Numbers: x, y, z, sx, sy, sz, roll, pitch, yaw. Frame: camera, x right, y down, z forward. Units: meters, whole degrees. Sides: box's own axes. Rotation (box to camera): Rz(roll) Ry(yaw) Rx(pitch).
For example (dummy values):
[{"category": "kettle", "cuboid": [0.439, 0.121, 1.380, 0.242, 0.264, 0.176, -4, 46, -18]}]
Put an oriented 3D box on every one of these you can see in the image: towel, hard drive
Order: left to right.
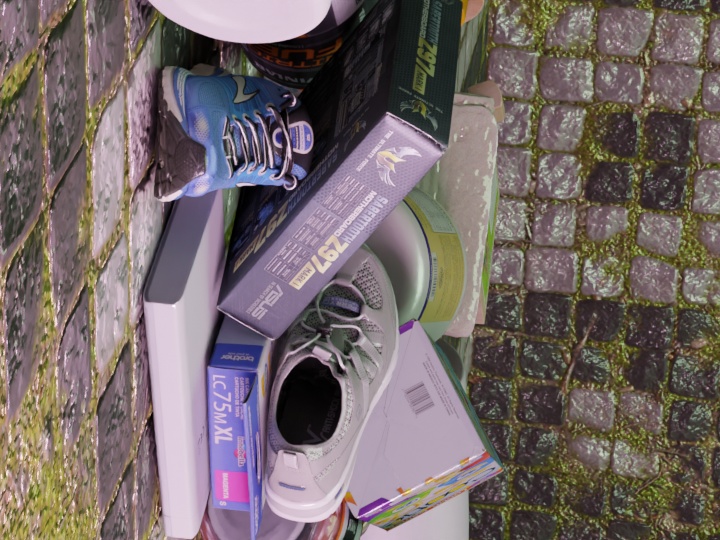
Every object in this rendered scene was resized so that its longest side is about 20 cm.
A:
[{"category": "hard drive", "cuboid": [-0.109, 0.054, 1.567, 0.132, 0.026, 0.201, -76, 170, -49]}, {"category": "towel", "cuboid": [0.041, -0.051, 1.985, 0.034, 0.132, 0.202, -170, -93, -69]}]

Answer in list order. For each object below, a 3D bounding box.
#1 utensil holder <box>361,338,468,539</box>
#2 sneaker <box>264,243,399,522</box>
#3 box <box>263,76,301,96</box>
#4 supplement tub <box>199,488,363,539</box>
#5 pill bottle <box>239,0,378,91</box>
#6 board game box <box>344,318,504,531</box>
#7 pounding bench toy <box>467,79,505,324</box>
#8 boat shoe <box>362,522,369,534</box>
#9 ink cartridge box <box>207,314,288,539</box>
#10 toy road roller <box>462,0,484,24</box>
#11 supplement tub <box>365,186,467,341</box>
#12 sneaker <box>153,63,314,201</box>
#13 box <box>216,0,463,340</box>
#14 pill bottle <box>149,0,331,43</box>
[{"category": "utensil holder", "cuboid": [0.011, 0.169, 2.054, 0.170, 0.169, 0.201, -72, 164, -59]}, {"category": "sneaker", "cuboid": [-0.016, 0.061, 1.589, 0.082, 0.074, 0.201, 88, 10, -58]}, {"category": "box", "cuboid": [-0.036, -0.179, 1.908, 0.200, 0.041, 0.157, 73, 24, -69]}, {"category": "supplement tub", "cuboid": [-0.058, 0.172, 1.746, 0.200, 0.106, 0.108, 51, 46, -80]}, {"category": "pill bottle", "cuboid": [-0.037, -0.187, 1.622, 0.200, 0.105, 0.107, 72, 25, -71]}, {"category": "board game box", "cuboid": [0.029, 0.115, 1.743, 0.105, 0.103, 0.200, 62, 2, 11]}, {"category": "pounding bench toy", "cuboid": [0.040, -0.073, 2.124, 0.124, 0.155, 0.201, 75, 22, -68]}, {"category": "boat shoe", "cuboid": [-0.026, 0.109, 1.903, 0.072, 0.075, 0.201, 100, -24, -65]}, {"category": "ink cartridge box", "cuboid": [-0.071, 0.071, 1.623, 0.201, 0.042, 0.120, -79, 171, -54]}, {"category": "toy road roller", "cuboid": [0.028, -0.270, 1.703, 0.146, 0.199, 0.124, -36, -145, 48]}, {"category": "supplement tub", "cuboid": [0.000, 0.000, 1.835, 0.200, 0.144, 0.147, 1, 95, -76]}, {"category": "sneaker", "cuboid": [-0.074, -0.087, 1.478, 0.200, 0.088, 0.079, -59, 153, -74]}, {"category": "box", "cuboid": [-0.013, -0.073, 1.554, 0.200, 0.051, 0.158, -48, -160, 35]}, {"category": "pill bottle", "cuboid": [-0.058, -0.241, 1.393, 0.113, 0.112, 0.201, 80, 18, -65]}]
